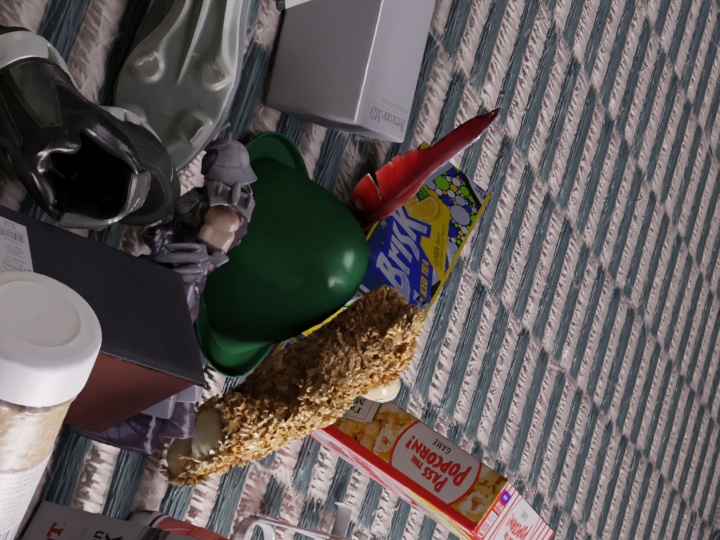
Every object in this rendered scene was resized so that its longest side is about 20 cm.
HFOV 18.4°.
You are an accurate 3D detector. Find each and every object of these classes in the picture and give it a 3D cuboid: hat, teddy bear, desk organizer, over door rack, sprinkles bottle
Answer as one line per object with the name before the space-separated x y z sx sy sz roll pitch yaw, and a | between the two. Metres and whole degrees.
hat | 0.000 0.000 1.465 0.200 0.176 0.166 67 41 -57
teddy bear | -0.041 0.086 1.451 0.200 0.067 0.145 -31 173 -44
desk organizer | -0.176 0.025 1.170 0.200 0.077 0.072 23 46 -53
over door rack | 0.009 0.220 1.653 0.200 0.147 0.067 8 93 -68
sprinkles bottle | -0.189 0.093 1.094 0.068 0.068 0.200 -45 166 -54

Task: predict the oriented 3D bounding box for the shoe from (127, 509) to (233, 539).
shoe | -0.128 0.255 1.403 0.071 0.091 0.201 50 55 -64

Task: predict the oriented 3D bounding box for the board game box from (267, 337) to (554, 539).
board game box | 0.033 0.133 1.591 0.046 0.200 0.152 -54 154 -7

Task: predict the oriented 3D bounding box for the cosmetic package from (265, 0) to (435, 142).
cosmetic package | 0.004 -0.196 1.517 0.101 0.071 0.201 12 91 -69

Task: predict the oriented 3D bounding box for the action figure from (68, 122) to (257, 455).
action figure | -0.108 0.007 1.321 0.130 0.069 0.200 -63 171 -79

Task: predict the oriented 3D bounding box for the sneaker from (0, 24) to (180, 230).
sneaker | -0.142 -0.051 1.184 0.066 0.091 0.200 -36 153 5

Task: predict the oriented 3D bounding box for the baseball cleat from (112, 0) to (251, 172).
baseball cleat | -0.090 -0.151 1.308 0.106 0.070 0.200 -68 179 -79

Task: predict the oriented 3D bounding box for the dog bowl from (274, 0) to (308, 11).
dog bowl | -0.017 -0.255 1.318 0.200 0.074 0.201 178 -90 -88

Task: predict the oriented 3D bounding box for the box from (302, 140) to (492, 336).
box | 0.026 -0.008 1.623 0.064 0.070 0.200 -47 -173 36

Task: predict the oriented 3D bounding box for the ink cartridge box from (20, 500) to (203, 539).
ink cartridge box | -0.119 0.228 1.264 0.083 0.200 0.147 71 37 -48
